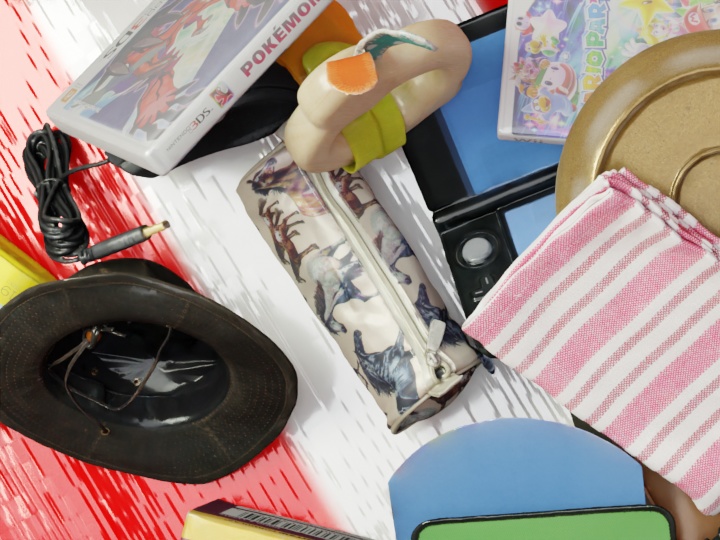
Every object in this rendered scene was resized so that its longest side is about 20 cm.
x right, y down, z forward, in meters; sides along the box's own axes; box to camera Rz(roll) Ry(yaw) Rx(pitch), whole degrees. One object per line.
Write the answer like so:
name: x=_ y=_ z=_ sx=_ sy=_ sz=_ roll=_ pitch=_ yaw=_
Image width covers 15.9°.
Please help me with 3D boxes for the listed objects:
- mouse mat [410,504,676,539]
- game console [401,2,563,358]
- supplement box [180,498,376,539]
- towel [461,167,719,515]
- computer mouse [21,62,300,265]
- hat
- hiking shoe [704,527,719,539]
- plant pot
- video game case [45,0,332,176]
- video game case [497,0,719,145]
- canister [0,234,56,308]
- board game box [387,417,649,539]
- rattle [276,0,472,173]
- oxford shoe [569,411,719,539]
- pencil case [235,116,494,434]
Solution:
mouse mat: x=0.119 y=0.234 z=1.585 sx=0.161 sy=0.008 sz=0.200 roll=-4 pitch=113 yaw=7
game console: x=0.131 y=-0.071 z=1.567 sx=0.200 sy=0.116 sz=0.176 roll=-22 pitch=48 yaw=7
supplement box: x=-0.060 y=0.255 z=1.598 sx=0.131 sy=0.103 sz=0.200 roll=14 pitch=91 yaw=7
towel: x=0.177 y=0.046 z=1.505 sx=0.200 sy=0.030 sz=0.146 roll=37 pitch=121 yaw=-8
computer mouse: x=-0.120 y=-0.080 z=1.596 sx=0.200 sy=0.141 sz=0.046 roll=-18 pitch=132 yaw=6
hat: x=-0.137 y=0.046 z=1.615 sx=0.200 sy=0.201 sz=0.081 roll=2 pitch=45 yaw=2
hiking shoe: x=0.275 y=0.154 z=1.568 sx=0.087 sy=0.074 sz=0.200 roll=47 pitch=71 yaw=-18
plant pot: x=0.214 y=-0.041 z=1.516 sx=0.200 sy=0.027 sz=0.201 roll=1 pitch=97 yaw=5
video game case: x=-0.095 y=-0.141 z=1.549 sx=0.182 sy=0.200 sz=0.023 roll=-47 pitch=115 yaw=-9
video game case: x=0.187 y=-0.141 z=1.550 sx=0.200 sy=0.018 sz=0.144 roll=5 pitch=79 yaw=4
canister: x=-0.303 y=0.049 z=1.638 sx=0.148 sy=0.087 sz=0.200 roll=37 pitch=92 yaw=5
board game box: x=0.104 y=0.172 z=1.596 sx=0.158 sy=0.039 sz=0.200 roll=-3 pitch=113 yaw=14
rattle: x=-0.014 y=-0.142 z=1.494 sx=0.130 sy=0.200 sz=0.143 roll=-20 pitch=78 yaw=12
oxford shoe: x=0.180 y=0.109 z=1.596 sx=0.071 sy=0.071 sz=0.200 roll=-27 pitch=94 yaw=-10
pencil case: x=0.000 y=0.000 z=1.600 sx=0.078 sy=0.089 sz=0.200 roll=-30 pitch=84 yaw=-27
